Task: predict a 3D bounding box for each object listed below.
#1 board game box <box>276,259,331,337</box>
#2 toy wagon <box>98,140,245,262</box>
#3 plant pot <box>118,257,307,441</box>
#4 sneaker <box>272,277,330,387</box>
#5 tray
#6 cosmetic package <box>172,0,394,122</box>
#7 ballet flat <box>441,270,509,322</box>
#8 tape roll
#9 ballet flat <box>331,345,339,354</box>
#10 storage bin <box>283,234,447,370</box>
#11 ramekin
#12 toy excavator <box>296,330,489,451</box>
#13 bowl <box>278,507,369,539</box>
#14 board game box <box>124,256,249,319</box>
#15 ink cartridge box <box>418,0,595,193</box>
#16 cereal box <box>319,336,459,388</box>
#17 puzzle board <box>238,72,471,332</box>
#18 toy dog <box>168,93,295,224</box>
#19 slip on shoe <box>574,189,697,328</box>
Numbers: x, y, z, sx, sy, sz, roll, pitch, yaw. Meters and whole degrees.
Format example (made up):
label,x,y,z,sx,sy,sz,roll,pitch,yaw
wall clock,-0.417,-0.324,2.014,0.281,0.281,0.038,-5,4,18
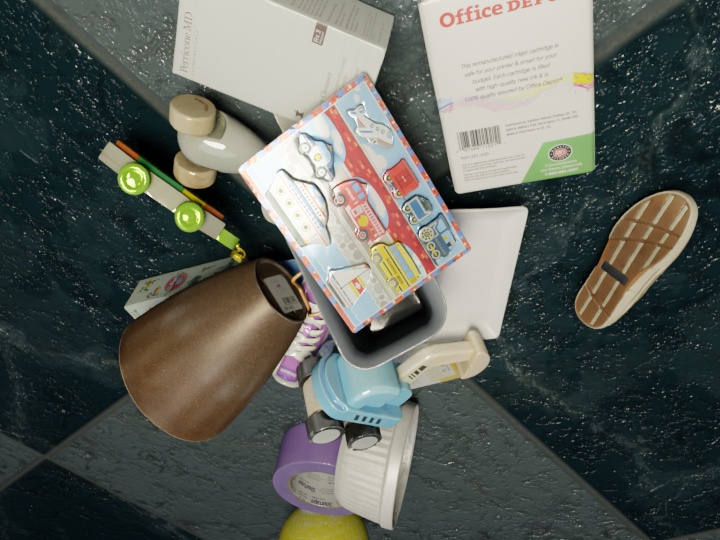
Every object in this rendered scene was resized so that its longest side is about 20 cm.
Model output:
label,x,y,z,sx,sy,sz,roll,pitch,yaw
board game box,-0.042,0.028,0.822,0.195,0.039,0.160,-5,131,26
toy wagon,-0.216,-0.081,0.691,0.198,0.155,0.040,36,88,-22
plant pot,-0.166,0.081,0.730,0.198,0.189,0.187,-37,119,20
sneaker,-0.070,0.089,0.779,0.071,0.116,0.203,22,136,-1
tray,0.133,0.007,0.702,0.104,0.022,0.204,-3,128,-6
cosmetic package,-0.076,-0.223,0.570,0.195,0.082,0.114,17,135,-7
ballet flat,0.133,-0.003,0.749,0.072,0.068,0.200,-38,118,13
tape roll,-0.067,0.388,1.121,0.194,0.086,0.203,6,134,6
ballet flat,0.000,0.114,0.821,0.068,0.071,0.202,16,136,-4
storage bin,0.000,0.000,0.665,0.143,0.134,0.204,-27,86,4
ramekin,0.028,0.310,0.962,0.102,0.202,0.204,11,134,12
toy excavator,0.042,0.136,0.728,0.191,0.102,0.200,20,130,-36
bowl,-0.083,0.534,1.224,0.195,0.200,0.111,-7,89,16
board game box,-0.230,0.067,0.874,0.195,0.065,0.149,-13,128,19
ink cartridge box,0.145,-0.190,0.556,0.141,0.085,0.203,-7,131,16
cereal box,0.045,0.127,0.892,0.196,0.040,0.145,-18,124,26
puzzle board,-0.001,-0.058,0.559,0.149,0.017,0.202,-34,105,3
toy dog,-0.126,-0.148,0.660,0.197,0.098,0.132,22,131,-30
slip on shoe,0.338,-0.012,0.703,0.059,0.076,0.203,-11,135,-35
